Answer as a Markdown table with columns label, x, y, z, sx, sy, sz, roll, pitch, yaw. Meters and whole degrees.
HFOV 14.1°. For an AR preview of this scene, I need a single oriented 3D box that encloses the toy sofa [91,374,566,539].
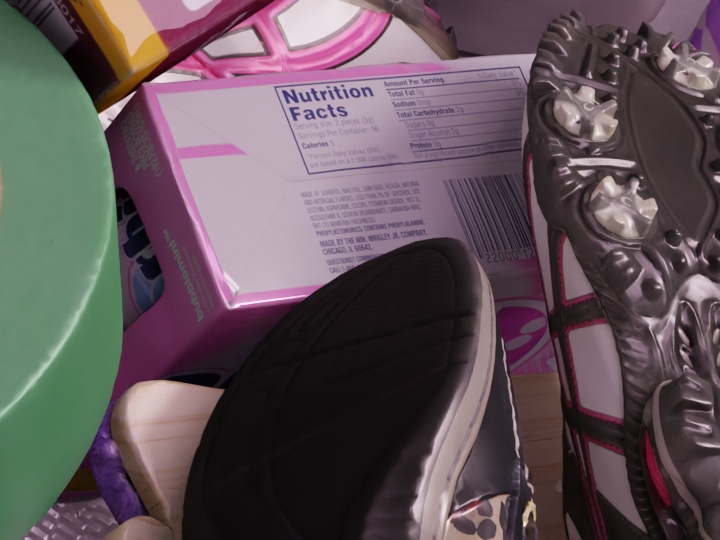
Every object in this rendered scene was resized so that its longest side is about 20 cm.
| label | x | y | z | sx | sy | sz | roll | pitch | yaw |
| --- | --- | --- | --- | --- | --- | --- | --- | --- | --- |
| toy sofa | 0.008 | 0.082 | 0.755 | 0.199 | 0.083 | 0.098 | -5 | 70 | -35 |

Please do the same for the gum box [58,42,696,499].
| label | x | y | z | sx | sy | sz | roll | pitch | yaw |
| --- | --- | --- | --- | --- | --- | --- | --- | --- | --- |
| gum box | 0.000 | 0.000 | 0.794 | 0.199 | 0.114 | 0.066 | -7 | 65 | -37 |

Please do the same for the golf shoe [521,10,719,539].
| label | x | y | z | sx | sy | sz | roll | pitch | yaw |
| --- | --- | --- | --- | --- | --- | --- | --- | --- | --- |
| golf shoe | 0.070 | 0.023 | 0.717 | 0.077 | 0.088 | 0.201 | 9 | 47 | -23 |

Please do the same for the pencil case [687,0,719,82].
| label | x | y | z | sx | sy | sz | roll | pitch | yaw |
| --- | --- | --- | --- | --- | --- | --- | --- | --- | --- |
| pencil case | 0.140 | -0.056 | 0.873 | 0.083 | 0.200 | 0.086 | 6 | 51 | -17 |

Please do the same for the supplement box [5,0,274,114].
| label | x | y | z | sx | sy | sz | roll | pitch | yaw |
| --- | --- | --- | --- | --- | --- | --- | --- | --- | --- |
| supplement box | -0.018 | -0.138 | 0.752 | 0.200 | 0.086 | 0.111 | -34 | 94 | -19 |

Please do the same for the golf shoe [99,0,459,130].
| label | x | y | z | sx | sy | sz | roll | pitch | yaw |
| --- | --- | --- | --- | --- | --- | --- | --- | --- | --- |
| golf shoe | -0.061 | -0.054 | 0.833 | 0.199 | 0.072 | 0.093 | 7 | 86 | -33 |

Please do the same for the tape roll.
| label | x | y | z | sx | sy | sz | roll | pitch | yaw |
| --- | --- | --- | --- | --- | --- | --- | --- | --- | --- |
| tape roll | -0.155 | 0.001 | 0.676 | 0.199 | 0.048 | 0.201 | 0 | 48 | -1 |

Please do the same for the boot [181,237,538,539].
| label | x | y | z | sx | sy | sz | roll | pitch | yaw |
| --- | --- | --- | --- | --- | --- | --- | --- | --- | --- |
| boot | 0.027 | 0.105 | 0.656 | 0.154 | 0.073 | 0.204 | 54 | 25 | -31 |

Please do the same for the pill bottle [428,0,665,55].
| label | x | y | z | sx | sy | sz | roll | pitch | yaw |
| --- | --- | --- | --- | --- | --- | --- | --- | --- | --- |
| pill bottle | 0.056 | -0.176 | 0.899 | 0.116 | 0.116 | 0.201 | 22 | 66 | -20 |
